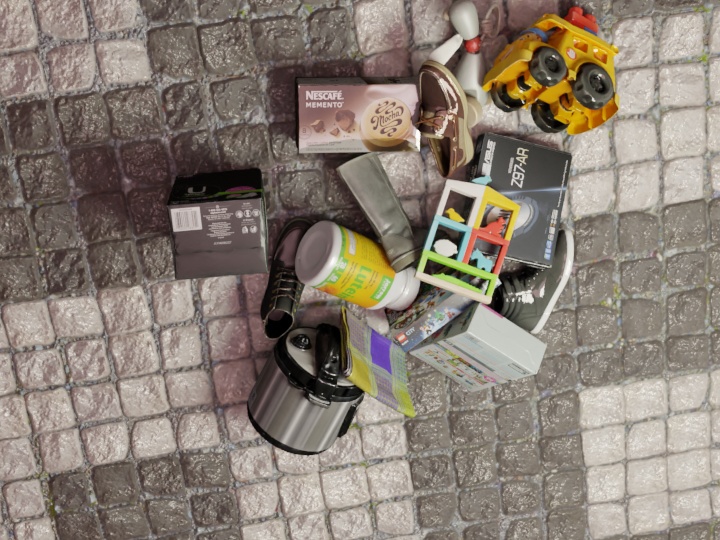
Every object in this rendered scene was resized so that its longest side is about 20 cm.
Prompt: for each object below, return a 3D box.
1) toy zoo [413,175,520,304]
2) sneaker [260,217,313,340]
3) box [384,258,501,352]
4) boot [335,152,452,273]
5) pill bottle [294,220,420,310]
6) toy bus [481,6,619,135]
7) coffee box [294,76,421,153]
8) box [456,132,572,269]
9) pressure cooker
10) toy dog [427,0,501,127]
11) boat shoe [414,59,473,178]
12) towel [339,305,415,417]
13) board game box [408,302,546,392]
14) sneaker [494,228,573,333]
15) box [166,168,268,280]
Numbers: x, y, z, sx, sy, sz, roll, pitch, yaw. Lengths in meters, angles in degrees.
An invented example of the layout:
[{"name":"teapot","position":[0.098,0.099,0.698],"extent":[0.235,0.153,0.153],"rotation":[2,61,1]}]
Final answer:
[{"name":"toy zoo","position":[0.177,-0.061,1.653],"extent":[0.131,0.020,0.200],"rotation":[20,80,-4]},{"name":"sneaker","position":[-0.117,0.017,1.721],"extent":[0.075,0.106,0.200],"rotation":[13,107,-10]},{"name":"box","position":[0.136,0.045,1.741],"extent":[0.200,0.137,0.038],"rotation":[-36,107,7]},{"name":"boot","position":[0.057,-0.106,1.707],"extent":[0.073,0.182,0.200],"rotation":[-37,81,30]},{"name":"pill bottle","position":[0.000,0.000,1.706],"extent":[0.200,0.111,0.111],"rotation":[22,106,-34]},{"name":"toy bus","position":[0.310,-0.338,1.621],"extent":[0.200,0.136,0.192],"rotation":[20,69,-22]},{"name":"coffee box","position":[-0.006,-0.253,1.653],"extent":[0.199,0.080,0.113],"rotation":[-1,110,-6]},{"name":"box","position":[0.258,-0.116,1.711],"extent":[0.160,0.044,0.200],"rotation":[13,85,-10]},{"name":"pressure cooker","position":[-0.084,0.192,1.735],"extent":[0.178,0.176,0.200],"rotation":[-4,129,-50]},{"name":"toy dog","position":[0.157,-0.332,1.639],"extent":[0.096,0.132,0.200],"rotation":[8,108,32]},{"name":"boat shoe","position":[0.125,-0.234,1.612],"extent":[0.072,0.072,0.200],"rotation":[-47,139,-29]},{"name":"towel","position":[0.027,0.157,1.737],"extent":[0.023,0.144,0.200],"rotation":[-28,135,24]},{"name":"board game box","position":[0.197,0.135,1.749],"extent":[0.147,0.200,0.064],"rotation":[33,63,-16]},{"name":"sneaker","position":[0.298,0.012,1.780],"extent":[0.099,0.071,0.200],"rotation":[14,111,-16]},{"name":"box","position":[-0.224,-0.077,1.628],"extent":[0.148,0.200,0.125],"rotation":[-4,108,-4]}]
